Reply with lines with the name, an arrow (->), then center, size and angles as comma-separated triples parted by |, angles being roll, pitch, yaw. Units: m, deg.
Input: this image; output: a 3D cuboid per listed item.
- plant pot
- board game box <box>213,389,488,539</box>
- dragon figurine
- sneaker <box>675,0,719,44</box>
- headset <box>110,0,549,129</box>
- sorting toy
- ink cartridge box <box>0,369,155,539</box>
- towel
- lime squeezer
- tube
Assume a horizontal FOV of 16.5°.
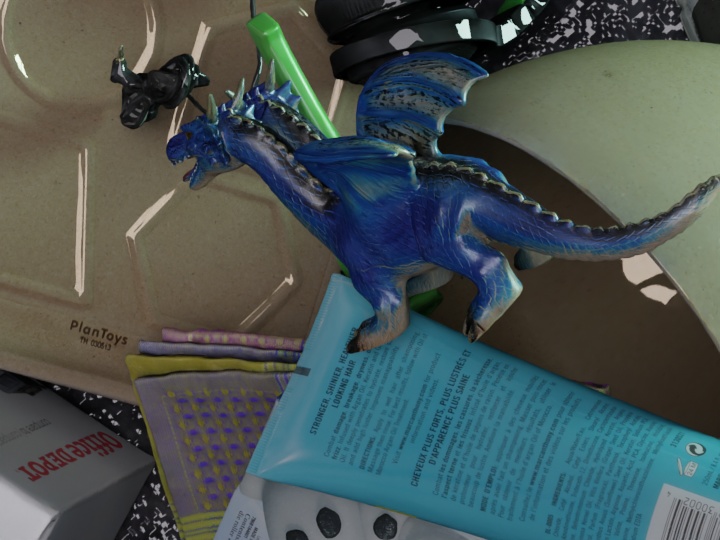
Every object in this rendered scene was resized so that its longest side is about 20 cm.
plant pot -> 0.117, -0.008, 0.925 | 0.134, 0.200, 0.200 | -39, 83, -25
board game box -> 0.023, 0.173, 0.907 | 0.198, 0.043, 0.201 | 28, 108, 12
dragon figurine -> 0.017, -0.032, 0.813 | 0.059, 0.200, 0.100 | -43, 112, -35
sneaker -> 0.151, -0.158, 0.942 | 0.075, 0.115, 0.201 | -5, 88, 9
headset -> -0.008, -0.119, 0.968 | 0.200, 0.094, 0.124 | -39, 99, -28
sorting toy -> -0.086, -0.050, 0.990 | 0.184, 0.036, 0.201 | 16, 88, -18
ink cartridge box -> -0.197, 0.064, 0.975 | 0.200, 0.148, 0.086 | 31, 99, 7
towel -> 0.009, 0.093, 0.949 | 0.199, 0.023, 0.144 | 5, 122, 28
lime squeezer -> 0.000, 0.000, 0.928 | 0.070, 0.200, 0.038 | 22, 55, 35
tube -> 0.062, 0.066, 0.841 | 0.199, 0.050, 0.078 | 19, 73, 20
